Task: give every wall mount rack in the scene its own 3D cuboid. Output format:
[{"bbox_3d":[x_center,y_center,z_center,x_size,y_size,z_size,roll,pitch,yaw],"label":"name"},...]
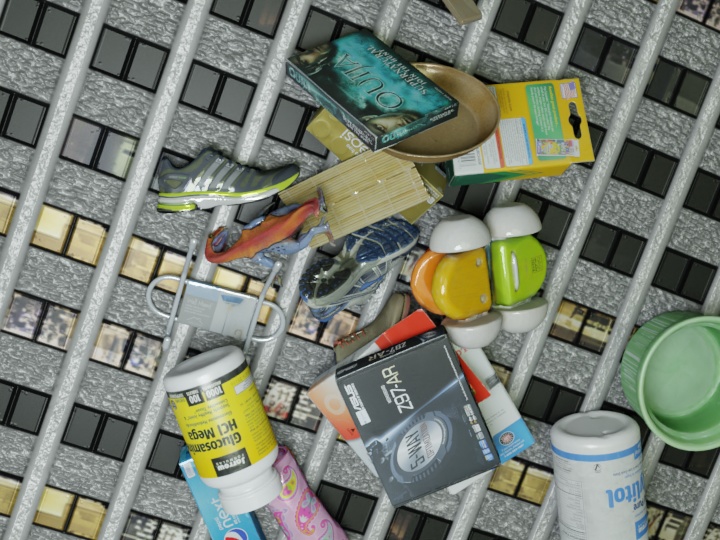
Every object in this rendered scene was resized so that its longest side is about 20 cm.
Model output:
[{"bbox_3d":[-0.189,0.039,1.323,0.198,0.075,0.175,15,109,-12],"label":"wall mount rack"}]

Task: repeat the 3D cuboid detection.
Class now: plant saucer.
[{"bbox_3d":[0.081,-0.199,1.265,0.198,0.201,0.036,-6,136,-8],"label":"plant saucer"}]

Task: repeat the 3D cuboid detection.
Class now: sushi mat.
[{"bbox_3d":[-0.009,-0.103,1.321,0.199,0.012,0.096,-22,106,25],"label":"sushi mat"}]

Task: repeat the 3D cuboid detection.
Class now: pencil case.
[{"bbox_3d":[-0.089,0.350,1.396,0.087,0.087,0.201,-31,104,-3],"label":"pencil case"}]

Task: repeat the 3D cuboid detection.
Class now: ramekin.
[{"bbox_3d":[0.486,0.156,1.448,0.198,0.098,0.202,-1,100,-8],"label":"ramekin"}]

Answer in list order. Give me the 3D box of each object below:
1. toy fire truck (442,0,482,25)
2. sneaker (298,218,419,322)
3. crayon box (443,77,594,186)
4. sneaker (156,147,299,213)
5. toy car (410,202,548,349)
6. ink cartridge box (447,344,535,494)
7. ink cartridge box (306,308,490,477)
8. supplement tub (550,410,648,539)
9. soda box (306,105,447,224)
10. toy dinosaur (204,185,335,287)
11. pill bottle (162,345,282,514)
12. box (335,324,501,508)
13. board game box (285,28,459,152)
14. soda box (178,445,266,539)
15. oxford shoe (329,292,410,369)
[{"bbox_3d":[0.143,-0.442,1.292,0.174,0.129,0.202,-14,113,-7],"label":"toy fire truck"},{"bbox_3d":[0.000,0.000,1.363,0.199,0.077,0.086,-33,142,-19],"label":"sneaker"},{"bbox_3d":[0.212,-0.192,1.349,0.198,0.052,0.127,-6,77,-7],"label":"crayon box"},{"bbox_3d":[-0.180,-0.128,1.310,0.198,0.074,0.082,-10,98,-9],"label":"sneaker"},{"bbox_3d":[0.159,0.003,1.341,0.199,0.150,0.177,-15,103,-30],"label":"toy car"},{"bbox_3d":[0.136,0.193,1.404,0.144,0.084,0.201,-31,103,0],"label":"ink cartridge box"},{"bbox_3d":[0.051,0.170,1.319,0.199,0.050,0.163,-35,101,26],"label":"ink cartridge box"},{"bbox_3d":[0.353,0.321,1.437,0.131,0.132,0.202,-10,101,-7],"label":"supplement tub"},{"bbox_3d":[0.024,-0.160,1.328,0.200,0.064,0.068,41,121,-12],"label":"soda box"},{"bbox_3d":[-0.131,-0.057,1.292,0.180,0.200,0.106,-15,69,2],"label":"toy dinosaur"},{"bbox_3d":[-0.175,0.211,1.281,0.112,0.112,0.202,-21,99,-5],"label":"pill bottle"},{"bbox_3d":[0.076,0.194,1.290,0.159,0.044,0.201,-22,103,6],"label":"box"},{"bbox_3d":[0.012,-0.235,1.252,0.135,0.200,0.028,-27,143,-27],"label":"board game box"},{"bbox_3d":[-0.191,0.338,1.385,0.064,0.068,0.201,-21,102,-5],"label":"soda box"},{"bbox_3d":[0.002,0.111,1.378,0.074,0.070,0.201,30,94,-10],"label":"oxford shoe"}]
